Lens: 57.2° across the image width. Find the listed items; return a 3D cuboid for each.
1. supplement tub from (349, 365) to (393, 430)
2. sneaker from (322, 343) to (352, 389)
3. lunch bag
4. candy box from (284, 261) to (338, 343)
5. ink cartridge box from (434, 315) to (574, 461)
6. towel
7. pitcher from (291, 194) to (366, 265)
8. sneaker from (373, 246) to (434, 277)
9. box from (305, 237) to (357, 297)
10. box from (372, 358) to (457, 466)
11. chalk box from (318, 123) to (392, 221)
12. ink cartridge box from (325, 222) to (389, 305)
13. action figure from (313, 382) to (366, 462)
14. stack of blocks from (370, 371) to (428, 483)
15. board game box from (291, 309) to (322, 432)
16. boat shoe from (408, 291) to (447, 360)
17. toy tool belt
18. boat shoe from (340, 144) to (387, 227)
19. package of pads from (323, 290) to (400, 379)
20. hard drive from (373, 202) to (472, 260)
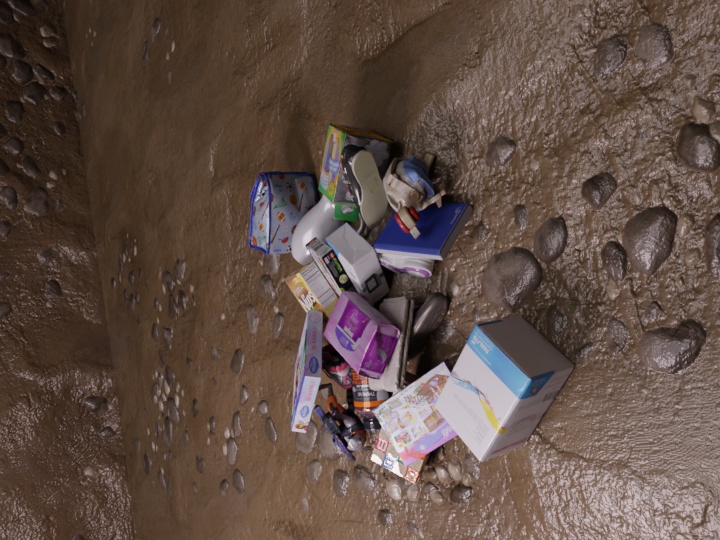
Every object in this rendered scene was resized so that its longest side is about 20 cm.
[{"bbox_3d":[0.031,0.262,1.537,0.106,0.105,0.207,-11,85,49],"label":"supplement tub"},{"bbox_3d":[-0.065,0.233,1.640,0.076,0.079,0.200,66,173,-16],"label":"sneaker"},{"bbox_3d":[-0.199,-0.156,1.731,0.122,0.167,0.207,18,109,46],"label":"lunch bag"},{"bbox_3d":[-0.097,0.082,1.632,0.202,0.055,0.115,55,154,-8],"label":"candy box"},{"bbox_3d":[0.261,0.216,1.223,0.146,0.144,0.204,46,125,36],"label":"ink cartridge box"},{"bbox_3d":[0.065,0.159,1.433,0.132,0.034,0.207,164,115,-65],"label":"towel"},{"bbox_3d":[-0.078,-0.094,1.638,0.171,0.120,0.203,43,113,32],"label":"pitcher"},{"bbox_3d":[0.102,-0.044,1.468,0.198,0.074,0.102,13,80,51],"label":"sneaker"},{"bbox_3d":[-0.054,0.023,1.567,0.203,0.034,0.110,61,168,-29],"label":"box"},{"bbox_3d":[0.138,0.298,1.380,0.198,0.039,0.139,-36,81,20],"label":"box"},{"bbox_3d":[-0.019,-0.218,1.520,0.124,0.121,0.206,-133,52,-60],"label":"chalk box"},{"bbox_3d":[0.000,0.000,1.537,0.116,0.066,0.202,45,166,38],"label":"ink cartridge box"},{"bbox_3d":[-0.040,0.345,1.570,0.202,0.103,0.195,61,179,-40],"label":"action figure"},{"bbox_3d":[0.110,0.342,1.449,0.113,0.058,0.206,22,103,18],"label":"stack of blocks"},{"bbox_3d":[-0.127,0.238,1.566,0.203,0.040,0.204,-92,14,-49],"label":"board game box"},{"bbox_3d":[0.118,0.115,1.443,0.074,0.073,0.202,54,130,31],"label":"boat shoe"},{"bbox_3d":[0.117,-0.169,1.357,0.122,0.125,0.202,-36,28,15],"label":"toy tool belt"},{"bbox_3d":[0.009,-0.184,1.440,0.063,0.073,0.204,38,156,43],"label":"boat shoe"},{"bbox_3d":[-0.001,0.135,1.437,0.199,0.074,0.123,38,107,57],"label":"package of pads"},{"bbox_3d":[0.128,-0.087,1.390,0.197,0.025,0.133,8,58,50],"label":"hard drive"}]
